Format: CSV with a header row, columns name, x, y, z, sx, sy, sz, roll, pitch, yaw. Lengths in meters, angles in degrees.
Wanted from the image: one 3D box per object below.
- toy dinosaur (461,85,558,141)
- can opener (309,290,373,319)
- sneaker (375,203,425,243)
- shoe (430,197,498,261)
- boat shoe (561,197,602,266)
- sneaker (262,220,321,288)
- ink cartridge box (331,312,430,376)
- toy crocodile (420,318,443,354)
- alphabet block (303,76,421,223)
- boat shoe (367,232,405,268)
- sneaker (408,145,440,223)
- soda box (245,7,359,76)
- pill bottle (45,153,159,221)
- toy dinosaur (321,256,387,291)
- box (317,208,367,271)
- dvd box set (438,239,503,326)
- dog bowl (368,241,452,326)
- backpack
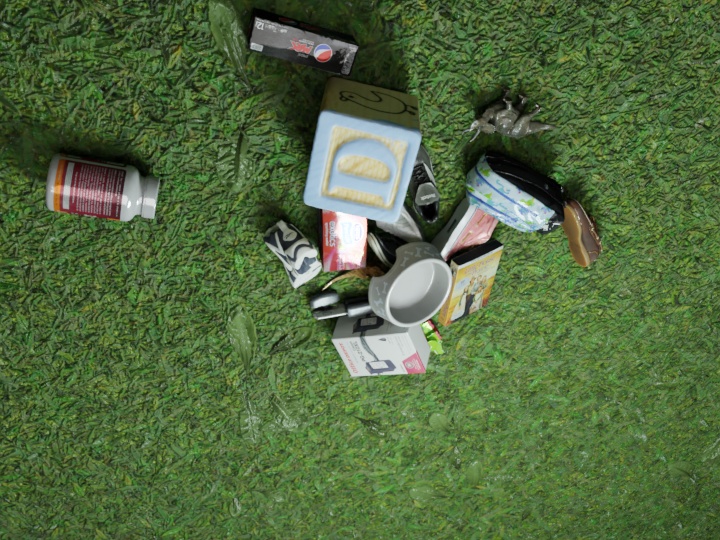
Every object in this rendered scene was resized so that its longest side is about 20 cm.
name,x,y,z,sx,sy,sz,roll,pitch,yaw
toy dinosaur,0.315,-0.320,1.465,0.200,0.077,0.102,6,135,-22
can opener,-0.021,0.074,1.668,0.200,0.053,0.067,-11,117,-8
sneaker,0.081,-0.113,1.557,0.080,0.070,0.200,-29,118,16
shoe,0.233,-0.069,1.610,0.091,0.072,0.200,24,113,-22
boat shoe,0.521,-0.100,1.647,0.070,0.070,0.200,-37,130,-7
sneaker,-0.156,-0.047,1.550,0.079,0.130,0.199,-35,165,-8
ink cartridge box,0.050,0.178,1.692,0.200,0.084,0.145,-7,129,24
toy crocodile,0.159,0.140,1.741,0.062,0.068,0.200,-31,124,11
alphabet block,0.003,-0.235,1.350,0.195,0.200,0.197,13,122,-7
boat shoe,0.075,-0.042,1.579,0.062,0.075,0.200,-39,142,10
sneaker,0.134,-0.184,1.498,0.066,0.091,0.200,-19,126,1
soda box,-0.108,-0.422,1.295,0.200,0.071,0.063,11,120,-18
pill bottle,-0.503,-0.158,1.372,0.200,0.113,0.113,8,122,-16
toy dinosaur,0.000,0.000,1.608,0.106,0.200,0.061,-8,85,-34
box,-0.040,-0.106,1.513,0.100,0.096,0.200,-5,125,-9
dvd box set,0.261,0.031,1.659,0.146,0.029,0.200,-23,140,-30
dog bowl,0.116,0.037,1.542,0.200,0.059,0.200,-17,128,-24
backpack,0.327,-0.173,1.511,0.200,0.163,0.154,36,126,-23
